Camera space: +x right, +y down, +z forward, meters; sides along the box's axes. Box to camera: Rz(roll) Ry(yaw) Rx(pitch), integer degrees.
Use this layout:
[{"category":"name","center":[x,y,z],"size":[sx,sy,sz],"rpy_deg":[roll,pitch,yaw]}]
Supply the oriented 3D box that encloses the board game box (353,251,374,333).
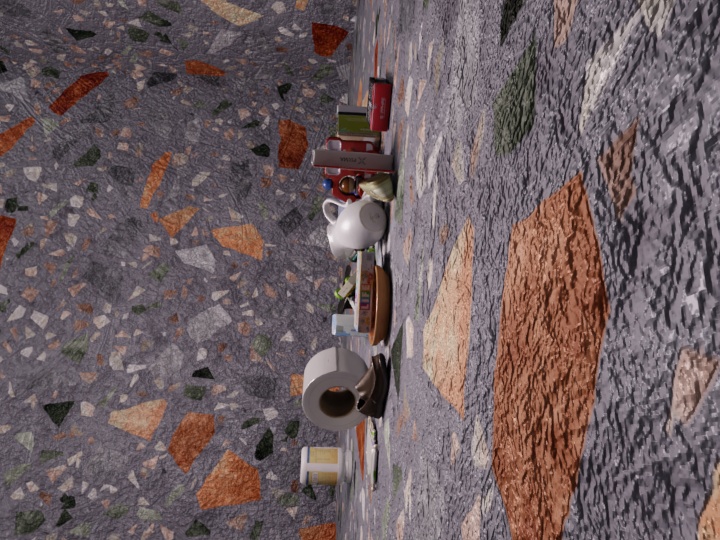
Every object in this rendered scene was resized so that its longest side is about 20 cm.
[{"category":"board game box","center":[0.009,0.051,1.503],"size":[0.134,0.034,0.200],"rpy_deg":[-164,77,-86]}]

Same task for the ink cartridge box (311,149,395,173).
[{"category":"ink cartridge box","center":[-0.018,-0.268,1.439],"size":[0.174,0.200,0.044],"rpy_deg":[-112,26,-78]}]

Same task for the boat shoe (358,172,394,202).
[{"category":"boat shoe","center":[0.046,-0.204,1.463],"size":[0.063,0.073,0.201],"rpy_deg":[62,176,-11]}]

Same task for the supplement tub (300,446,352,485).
[{"category":"supplement tub","center":[-0.137,0.777,2.346],"size":[0.145,0.200,0.145],"rpy_deg":[-177,90,-85]}]

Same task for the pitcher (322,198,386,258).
[{"category":"pitcher","center":[-0.026,-0.133,1.572],"size":[0.200,0.121,0.172],"rpy_deg":[-26,92,59]}]

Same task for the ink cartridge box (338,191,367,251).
[{"category":"ink cartridge box","center":[-0.024,-0.176,2.016],"size":[0.136,0.076,0.200],"rpy_deg":[58,-152,-62]}]

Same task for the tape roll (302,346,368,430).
[{"category":"tape roll","center":[-0.069,0.348,1.731],"size":[0.139,0.202,0.203],"rpy_deg":[-98,12,-68]}]

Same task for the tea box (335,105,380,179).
[{"category":"tea box","center":[-0.016,-0.392,1.888],"size":[0.197,0.133,0.200],"rpy_deg":[-91,5,-46]}]

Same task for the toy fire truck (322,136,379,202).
[{"category":"toy fire truck","center":[-0.026,-0.291,1.743],"size":[0.112,0.168,0.200],"rpy_deg":[-97,10,-64]}]

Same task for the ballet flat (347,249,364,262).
[{"category":"ballet flat","center":[0.007,-0.117,1.876],"size":[0.068,0.068,0.200],"rpy_deg":[136,150,-56]}]

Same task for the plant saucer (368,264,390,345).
[{"category":"plant saucer","center":[0.046,0.086,1.458],"size":[0.200,0.037,0.201],"rpy_deg":[-177,90,-85]}]

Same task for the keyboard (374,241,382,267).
[{"category":"keyboard","center":[0.053,-0.034,1.629],"size":[0.200,0.011,0.056],"rpy_deg":[-93,12,-48]}]

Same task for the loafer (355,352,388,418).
[{"category":"loafer","center":[0.024,0.280,1.404],"size":[0.073,0.071,0.200],"rpy_deg":[-94,8,-56]}]

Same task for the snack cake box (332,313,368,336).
[{"category":"snack cake box","center":[-0.030,0.174,1.873],"size":[0.200,0.115,0.067],"rpy_deg":[131,141,-83]}]

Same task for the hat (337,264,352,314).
[{"category":"hat","center":[-0.026,0.084,2.120],"size":[0.201,0.081,0.201],"rpy_deg":[-170,90,-80]}]

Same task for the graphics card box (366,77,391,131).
[{"category":"graphics card box","center":[0.049,-0.465,1.643],"size":[0.200,0.051,0.126],"rpy_deg":[-101,14,-68]}]

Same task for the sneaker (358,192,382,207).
[{"category":"sneaker","center":[0.020,-0.160,1.673],"size":[0.200,0.075,0.082],"rpy_deg":[108,165,-71]}]

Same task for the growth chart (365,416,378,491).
[{"category":"growth chart","center":[0.029,0.474,1.586],"size":[0.200,0.018,0.145],"rpy_deg":[-108,21,-77]}]

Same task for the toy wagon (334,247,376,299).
[{"category":"toy wagon","center":[0.000,0.000,1.735],"size":[0.155,0.040,0.200],"rpy_deg":[-51,-1,42]}]

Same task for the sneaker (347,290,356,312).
[{"category":"sneaker","center":[0.016,0.102,1.696],"size":[0.200,0.074,0.089],"rpy_deg":[-174,60,-82]}]
